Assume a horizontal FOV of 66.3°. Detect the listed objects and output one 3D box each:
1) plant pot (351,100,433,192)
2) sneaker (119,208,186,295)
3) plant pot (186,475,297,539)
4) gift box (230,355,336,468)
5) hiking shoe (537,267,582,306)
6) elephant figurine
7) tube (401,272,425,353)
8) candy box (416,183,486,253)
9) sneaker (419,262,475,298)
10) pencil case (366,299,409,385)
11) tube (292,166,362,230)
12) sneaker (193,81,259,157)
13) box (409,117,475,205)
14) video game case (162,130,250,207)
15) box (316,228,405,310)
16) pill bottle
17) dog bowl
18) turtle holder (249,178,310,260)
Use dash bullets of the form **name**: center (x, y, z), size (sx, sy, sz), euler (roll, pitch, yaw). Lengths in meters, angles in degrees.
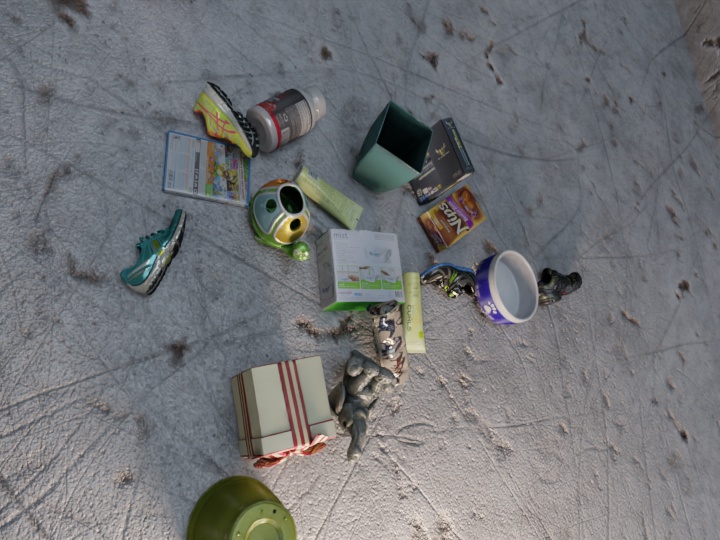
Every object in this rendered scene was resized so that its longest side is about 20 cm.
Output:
- **plant pot**: center (0.066, -0.297, 1.429), size (0.138, 0.199, 0.145), euler (28, 61, -18)
- **sneaker**: center (-0.423, -0.051, 1.144), size (0.078, 0.078, 0.204), euler (28, 62, -9)
- **plant pot**: center (-0.207, 0.491, 1.020), size (0.194, 0.192, 0.208), euler (10, 69, -26)
- **gift box**: center (-0.161, 0.288, 1.114), size (0.179, 0.199, 0.194), euler (-7, 78, -26)
- **hiking shoe**: center (0.616, 0.031, 1.717), size (0.196, 0.075, 0.103), euler (-25, 90, -33)
- **elephant figurine**: center (-0.014, 0.300, 1.241), size (0.138, 0.155, 0.206), euler (23, 88, 17)
- **tube**: center (0.135, 0.110, 1.430), size (0.056, 0.052, 0.208), euler (-4, 77, 15)
- **candy box**: center (0.265, -0.150, 1.584), size (0.198, 0.056, 0.119), euler (-34, 93, -32)
- **sneaker**: center (0.243, 0.031, 1.502), size (0.194, 0.070, 0.086), euler (7, 64, -31)
- **pencil case**: center (0.066, 0.177, 1.306), size (0.087, 0.077, 0.207), euler (-21, 111, -29)
- **tube**: center (-0.081, -0.182, 1.392), size (0.197, 0.052, 0.059), euler (34, 101, -20)
- **sneaker**: center (-0.315, -0.336, 1.295), size (0.202, 0.090, 0.078), euler (52, 14, 4)
- **box**: center (0.204, -0.294, 1.509), size (0.050, 0.198, 0.162), euler (-18, 83, -38)
- **video game case**: center (-0.351, -0.233, 1.275), size (0.194, 0.018, 0.149), euler (8, 70, -28)
- **box**: center (0.000, 0.000, 1.356), size (0.194, 0.096, 0.183), euler (1, 73, -29)
- **pill bottle**: center (-0.179, -0.383, 1.368), size (0.198, 0.110, 0.112), euler (-37, 93, -33)
- **dog bowl**: center (0.420, 0.050, 1.580), size (0.195, 0.078, 0.208), euler (13, 69, -35)
- **turtle holder**: center (-0.181, -0.120, 1.269), size (0.137, 0.131, 0.192), euler (12, 68, -26)
